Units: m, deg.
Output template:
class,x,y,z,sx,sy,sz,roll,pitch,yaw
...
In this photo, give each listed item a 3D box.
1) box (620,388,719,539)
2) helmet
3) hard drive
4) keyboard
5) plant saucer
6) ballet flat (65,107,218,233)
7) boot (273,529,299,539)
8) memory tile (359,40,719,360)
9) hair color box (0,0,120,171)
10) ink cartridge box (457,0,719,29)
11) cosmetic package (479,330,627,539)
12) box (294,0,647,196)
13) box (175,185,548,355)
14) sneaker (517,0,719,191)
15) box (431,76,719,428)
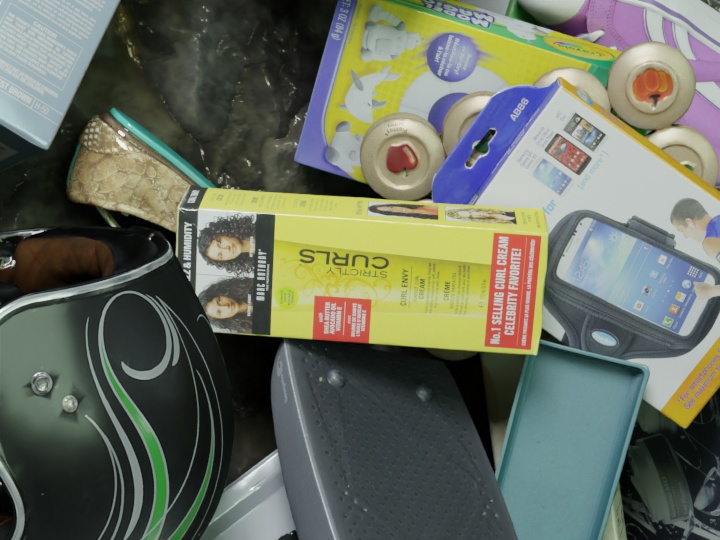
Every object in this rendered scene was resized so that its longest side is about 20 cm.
class,x,y,z,sx,sy,sz,roll,pitch,yaw
box,0.239,0.114,1.133,0.104,0.182,0.201,-14,91,-29
helmet,-0.161,0.086,0.893,0.199,0.200,0.192,-13,107,-32
hard drive,0.022,0.133,0.959,0.134,0.042,0.201,11,47,-38
keyboard,-0.075,0.157,0.995,0.200,0.011,0.056,-36,88,-11
plant saucer,0.106,0.138,1.016,0.069,0.019,0.201,13,105,2
ballet flat,-0.087,-0.016,1.030,0.200,0.071,0.065,35,95,-20
boot,-0.065,0.227,0.966,0.199,0.169,0.076,-5,45,-46
memory tile,0.110,-0.037,1.025,0.199,0.017,0.154,-16,102,8
hair color box,-0.169,-0.156,0.965,0.060,0.099,0.201,31,69,-24
ink cartridge box,0.156,-0.125,1.169,0.199,0.083,0.147,27,71,-25
cosmetic package,0.118,0.094,1.101,0.071,0.105,0.201,-7,87,10
box,0.071,-0.092,1.056,0.199,0.048,0.118,16,115,-2
box,0.000,0.000,0.967,0.199,0.050,0.076,5,107,0
sneaker,0.169,-0.110,1.087,0.200,0.073,0.115,24,80,-22
box,0.138,-0.016,1.000,0.199,0.042,0.119,34,105,-7
